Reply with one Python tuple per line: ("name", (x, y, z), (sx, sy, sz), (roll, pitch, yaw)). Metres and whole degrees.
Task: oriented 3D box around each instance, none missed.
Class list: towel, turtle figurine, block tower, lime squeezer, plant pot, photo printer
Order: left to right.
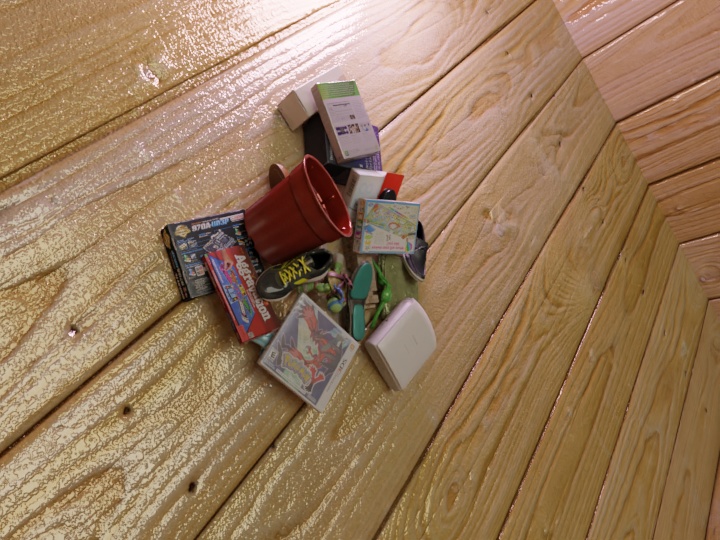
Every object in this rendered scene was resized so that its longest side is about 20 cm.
("plant pot", (-0.148, -0.120, 1.298), (0.203, 0.192, 0.203), (53, 18, -26))
("turtle figurine", (-0.099, 0.044, 1.398), (0.139, 0.203, 0.198), (8, 48, -14))
("block tower", (0.000, 0.000, 1.509), (0.057, 0.053, 0.207), (-2, 78, -41))
("lime squeezer", (0.052, 0.046, 1.528), (0.037, 0.070, 0.207), (9, 70, -42))
("towel", (0.106, 0.051, 1.594), (0.145, 0.036, 0.207), (11, 69, -39))
("photo printer", (0.116, 0.188, 1.509), (0.200, 0.068, 0.169), (-44, 116, -31))

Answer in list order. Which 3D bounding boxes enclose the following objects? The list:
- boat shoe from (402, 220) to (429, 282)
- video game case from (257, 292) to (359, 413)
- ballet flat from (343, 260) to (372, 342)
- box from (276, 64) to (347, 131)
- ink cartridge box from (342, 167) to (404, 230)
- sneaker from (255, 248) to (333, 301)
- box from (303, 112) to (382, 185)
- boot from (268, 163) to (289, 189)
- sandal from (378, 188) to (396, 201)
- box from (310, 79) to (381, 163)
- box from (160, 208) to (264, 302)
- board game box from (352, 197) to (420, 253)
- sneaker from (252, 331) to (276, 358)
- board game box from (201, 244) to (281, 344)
("boat shoe", (0.159, -0.060, 1.624), (0.073, 0.062, 0.205), (25, 46, -32))
("video game case", (-0.111, 0.185, 1.281), (0.200, 0.023, 0.185), (44, 64, -26))
("ballet flat", (-0.016, 0.076, 1.442), (0.066, 0.074, 0.208), (5, 92, -36))
("box", (-0.121, -0.463, 1.526), (0.079, 0.094, 0.200), (55, 51, -12))
("ink cartridge box", (0.034, -0.183, 1.536), (0.195, 0.047, 0.164), (-1, 121, -40))
("sneaker", (-0.142, -0.002, 1.248), (0.197, 0.085, 0.076), (-28, 80, -36))
("box", (-0.047, -0.320, 1.537), (0.195, 0.103, 0.154), (4, 74, -39))
("boot", (-0.139, -0.204, 1.446), (0.155, 0.072, 0.204), (-45, 117, -39))
("sandal", (0.089, -0.126, 1.569), (0.075, 0.047, 0.205), (-41, 137, -29))
("box", (-0.036, -0.387, 1.475), (0.142, 0.036, 0.206), (-20, 91, -42))
("box", (-0.318, -0.037, 1.254), (0.197, 0.045, 0.164), (-19, 89, -42))
("board game box", (0.071, -0.116, 1.510), (0.195, 0.034, 0.140), (-1, 102, -40))
("sneaker", (-0.187, 0.188, 1.294), (0.082, 0.074, 0.201), (-42, 112, -9))
("board game box", (-0.252, 0.047, 1.213), (0.101, 0.019, 0.204), (-17, 76, -43))
